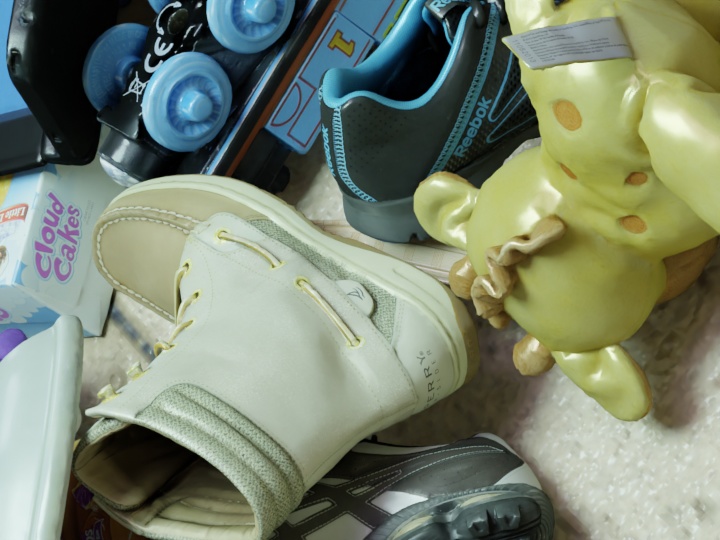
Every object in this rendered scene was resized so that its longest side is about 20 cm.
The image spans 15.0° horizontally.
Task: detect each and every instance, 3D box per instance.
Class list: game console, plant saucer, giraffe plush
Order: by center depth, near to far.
[{"bbox_3d":[0.110,-0.031,1.076,0.163,0.199,0.173,-62,36,41],"label":"giraffe plush"},{"bbox_3d":[-0.158,0.114,1.144,0.200,0.050,0.202,-169,90,-81],"label":"plant saucer"},{"bbox_3d":[-0.175,-0.156,1.327,0.116,0.176,0.201,3,72,10],"label":"game console"}]

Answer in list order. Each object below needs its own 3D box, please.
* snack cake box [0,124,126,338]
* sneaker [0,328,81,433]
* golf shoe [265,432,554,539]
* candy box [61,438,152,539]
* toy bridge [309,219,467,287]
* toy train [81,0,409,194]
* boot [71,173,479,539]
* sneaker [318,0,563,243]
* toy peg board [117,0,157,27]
[{"bbox_3d":[-0.208,-0.027,1.422,0.199,0.067,0.116,-4,63,42],"label":"snack cake box"},{"bbox_3d":[-0.225,0.060,1.362,0.199,0.084,0.081,-9,24,34],"label":"sneaker"},{"bbox_3d":[-0.018,0.120,1.126,0.199,0.078,0.095,-12,34,1],"label":"golf shoe"},{"bbox_3d":[-0.136,0.147,1.261,0.199,0.056,0.117,-25,52,33],"label":"candy box"},{"bbox_3d":[0.000,0.000,1.209,0.199,0.067,0.027,2,68,43],"label":"toy bridge"},{"bbox_3d":[-0.044,-0.116,1.283,0.087,0.114,0.201,28,86,51],"label":"toy train"},{"bbox_3d":[-0.071,0.036,1.138,0.199,0.072,0.154,21,43,33],"label":"boot"},{"bbox_3d":[0.067,-0.096,1.160,0.200,0.082,0.073,-41,44,-17],"label":"sneaker"},{"bbox_3d":[-0.114,-0.223,1.426,0.199,0.098,0.200,-7,62,41],"label":"toy peg board"}]
